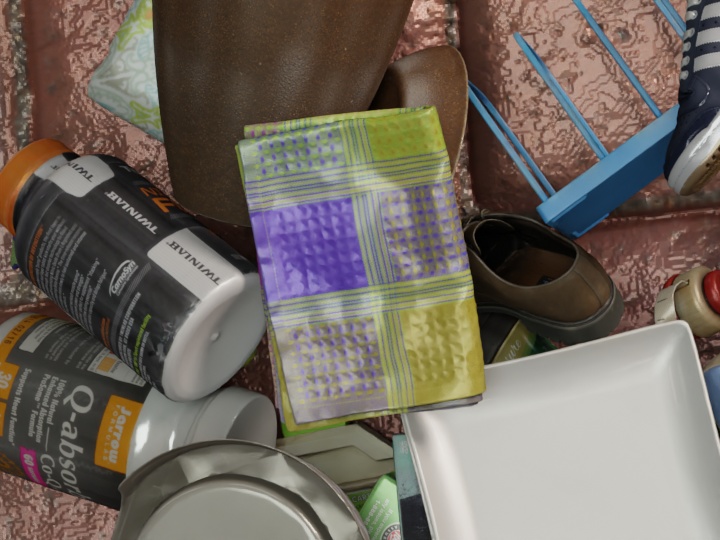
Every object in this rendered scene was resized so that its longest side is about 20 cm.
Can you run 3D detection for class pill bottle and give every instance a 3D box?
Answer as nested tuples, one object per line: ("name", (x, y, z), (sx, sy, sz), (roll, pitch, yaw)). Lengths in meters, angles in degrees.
("pill bottle", (-0.167, 0.107, 1.616), (0.199, 0.116, 0.117), (15, 92, 22))
("pill bottle", (-0.161, -0.008, 1.564), (0.200, 0.106, 0.106), (38, 96, 25))

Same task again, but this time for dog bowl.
("dog bowl", (-0.079, 0.205, 1.508), (0.199, 0.059, 0.202), (1, 94, 14))

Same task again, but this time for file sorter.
("file sorter", (0.181, -0.133, 1.560), (0.200, 0.139, 0.123), (-36, 80, 8))

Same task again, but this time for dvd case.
("dvd case", (0.125, 0.170, 1.512), (0.199, 0.022, 0.147), (-4, 75, -2))

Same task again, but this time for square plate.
("square plate", (0.140, 0.149, 1.492), (0.199, 0.028, 0.199), (-13, 74, -2))

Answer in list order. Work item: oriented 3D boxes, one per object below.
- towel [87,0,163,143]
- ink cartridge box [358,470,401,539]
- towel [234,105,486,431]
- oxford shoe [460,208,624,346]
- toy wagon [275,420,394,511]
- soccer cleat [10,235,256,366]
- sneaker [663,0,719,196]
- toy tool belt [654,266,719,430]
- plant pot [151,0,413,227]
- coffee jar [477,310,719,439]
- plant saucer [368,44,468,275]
("towel", (-0.078, -0.170, 1.656), (0.171, 0.048, 0.201), (31, 94, 12))
("ink cartridge box", (0.068, 0.248, 1.559), (0.199, 0.084, 0.146), (31, 91, 9))
("towel", (0.000, 0.000, 1.480), (0.143, 0.023, 0.201), (-6, 99, 16))
("oxford shoe", (0.079, -0.013, 1.552), (0.199, 0.085, 0.073), (10, 58, 35))
("toy wagon", (-0.017, 0.167, 1.641), (0.154, 0.040, 0.201), (-12, 86, 10))
("soccer cleat", (-0.164, 0.018, 1.668), (0.200, 0.065, 0.084), (33, 118, 7))
("sneaker", (0.216, -0.152, 1.446), (0.108, 0.070, 0.201), (31, 85, 11))
("toy tool belt", (0.295, 0.071, 1.533), (0.123, 0.125, 0.201), (-29, 86, 37))
("plant pot", (-0.064, -0.137, 1.549), (0.186, 0.187, 0.201), (15, 106, 11))
("coffee jar", (0.140, 0.107, 1.587), (0.199, 0.085, 0.105), (29, 86, 10))
("plant saucer", (0.010, -0.063, 1.562), (0.036, 0.200, 0.202), (19, 93, -18))
